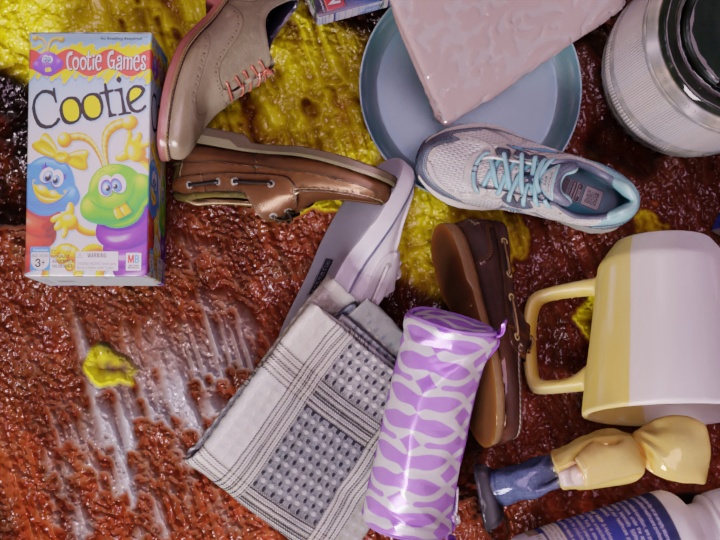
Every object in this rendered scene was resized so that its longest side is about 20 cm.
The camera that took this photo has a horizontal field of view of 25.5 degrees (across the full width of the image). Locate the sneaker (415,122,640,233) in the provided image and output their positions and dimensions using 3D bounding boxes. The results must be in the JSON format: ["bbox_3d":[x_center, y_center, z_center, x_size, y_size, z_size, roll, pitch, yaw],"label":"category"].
[{"bbox_3d":[0.147,-0.082,1.359,0.199,0.086,0.078,10,90,-8],"label":"sneaker"}]

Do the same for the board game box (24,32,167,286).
[{"bbox_3d":[-0.219,-0.090,1.334,0.103,0.105,0.201,0,86,1],"label":"board game box"}]

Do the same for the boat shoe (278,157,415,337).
[{"bbox_3d":[0.000,0.000,1.378,0.065,0.074,0.200,30,91,-30],"label":"boat shoe"}]

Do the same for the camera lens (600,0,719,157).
[{"bbox_3d":[0.298,-0.183,1.351,0.159,0.200,0.161,0,86,-6],"label":"camera lens"}]

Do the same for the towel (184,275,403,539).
[{"bbox_3d":[-0.020,0.131,1.339,0.192,0.035,0.200,41,81,-28],"label":"towel"}]

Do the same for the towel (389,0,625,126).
[{"bbox_3d":[0.118,-0.243,1.335,0.200,0.032,0.191,-34,132,-5],"label":"towel"}]

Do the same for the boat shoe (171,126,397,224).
[{"bbox_3d":[-0.066,-0.071,1.353,0.199,0.072,0.068,11,82,23],"label":"boat shoe"}]

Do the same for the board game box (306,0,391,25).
[{"bbox_3d":[-0.017,-0.310,1.385,0.199,0.062,0.201,-15,76,-3],"label":"board game box"}]

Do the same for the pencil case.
[{"bbox_3d":[0.059,0.130,1.316,0.085,0.084,0.201,13,102,9],"label":"pencil case"}]

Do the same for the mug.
[{"bbox_3d":[0.245,0.048,1.361,0.186,0.149,0.154,3,77,-12],"label":"mug"}]

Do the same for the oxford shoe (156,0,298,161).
[{"bbox_3d":[-0.113,-0.173,1.344,0.075,0.071,0.200,18,66,8],"label":"oxford shoe"}]

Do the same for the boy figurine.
[{"bbox_3d":[0.197,0.169,1.349,0.199,0.124,0.065,-12,83,4],"label":"boy figurine"}]

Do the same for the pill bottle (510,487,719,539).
[{"bbox_3d":[0.237,0.255,1.352,0.199,0.120,0.120,-17,88,-7],"label":"pill bottle"}]

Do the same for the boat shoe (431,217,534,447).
[{"bbox_3d":[0.116,0.050,1.371,0.070,0.070,0.201,-3,77,-26],"label":"boat shoe"}]

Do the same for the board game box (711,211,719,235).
[{"bbox_3d":[0.396,-0.032,1.350,0.134,0.200,0.045,27,84,-3],"label":"board game box"}]

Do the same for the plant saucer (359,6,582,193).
[{"bbox_3d":[0.096,-0.161,1.409,0.199,0.027,0.201,0,91,-8],"label":"plant saucer"}]
